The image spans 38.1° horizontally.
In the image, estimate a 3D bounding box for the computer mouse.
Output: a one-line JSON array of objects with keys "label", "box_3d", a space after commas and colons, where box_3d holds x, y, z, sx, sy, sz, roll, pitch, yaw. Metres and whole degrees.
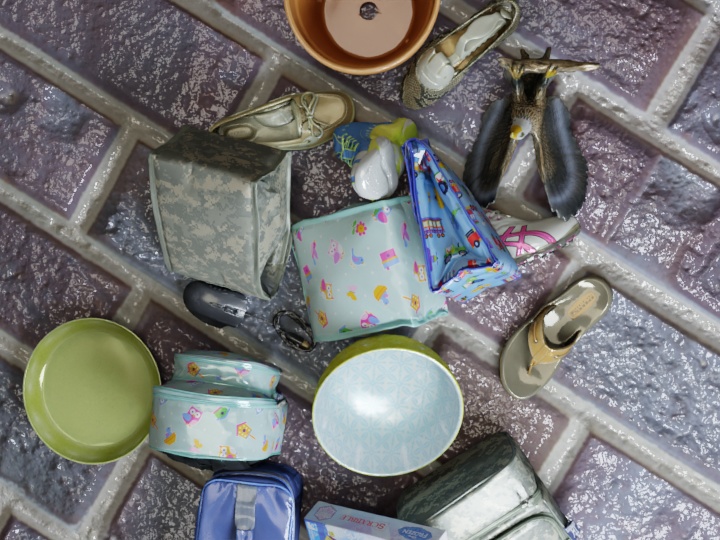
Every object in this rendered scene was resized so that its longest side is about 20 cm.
[{"label": "computer mouse", "box_3d": [-0.152, 0.065, 1.428, 0.197, 0.034, 0.060, 20, 93, 3]}]

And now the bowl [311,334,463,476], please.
[{"label": "bowl", "box_3d": [0.031, 0.158, 1.370, 0.196, 0.108, 0.203, -2, 119, -4]}]

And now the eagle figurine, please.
[{"label": "eagle figurine", "box_3d": [0.216, -0.179, 1.354, 0.149, 0.151, 0.203, -18, 122, -29]}]

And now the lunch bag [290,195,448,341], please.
[{"label": "lunch bag", "box_3d": [0.000, 0.000, 1.369, 0.198, 0.121, 0.173, -12, 92, 38]}]

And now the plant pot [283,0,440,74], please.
[{"label": "plant pot", "box_3d": [0.006, -0.346, 1.346, 0.196, 0.140, 0.204, 0, 92, 4]}]

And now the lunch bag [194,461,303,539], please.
[{"label": "lunch bag", "box_3d": [-0.153, 0.363, 1.391, 0.133, 0.132, 0.204, 5, 93, 4]}]

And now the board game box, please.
[{"label": "board game box", "box_3d": [0.036, 0.407, 1.344, 0.197, 0.041, 0.203, 3, 118, 35]}]

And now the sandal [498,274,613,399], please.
[{"label": "sandal", "box_3d": [0.259, 0.086, 1.387, 0.080, 0.054, 0.200, 44, 95, 1]}]

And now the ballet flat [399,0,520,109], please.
[{"label": "ballet flat", "box_3d": [0.129, -0.292, 1.371, 0.199, 0.075, 0.068, -39, 90, 5]}]

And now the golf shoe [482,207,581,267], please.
[{"label": "golf shoe", "box_3d": [0.191, -0.045, 1.378, 0.197, 0.073, 0.094, -18, 89, 5]}]

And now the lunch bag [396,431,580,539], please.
[{"label": "lunch bag", "box_3d": [0.168, 0.336, 1.368, 0.199, 0.139, 0.169, -34, 100, 4]}]

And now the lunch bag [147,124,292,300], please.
[{"label": "lunch bag", "box_3d": [-0.179, -0.067, 1.369, 0.162, 0.118, 0.203, 15, 124, 18]}]

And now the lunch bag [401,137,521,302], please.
[{"label": "lunch bag", "box_3d": [0.112, -0.074, 1.294, 0.093, 0.150, 0.203, -23, 76, 15]}]

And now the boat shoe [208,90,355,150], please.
[{"label": "boat shoe", "box_3d": [-0.105, -0.198, 1.399, 0.197, 0.063, 0.075, -8, 92, 5]}]

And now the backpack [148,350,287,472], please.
[{"label": "backpack", "box_3d": [-0.185, 0.183, 1.352, 0.173, 0.200, 0.156, 8, 93, 5]}]

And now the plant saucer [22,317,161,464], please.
[{"label": "plant saucer", "box_3d": [-0.369, 0.166, 1.451, 0.196, 0.031, 0.204, 0, 92, 5]}]

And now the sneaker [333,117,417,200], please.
[{"label": "sneaker", "box_3d": [0.002, -0.143, 1.340, 0.103, 0.200, 0.077, 3, 112, 20]}]
